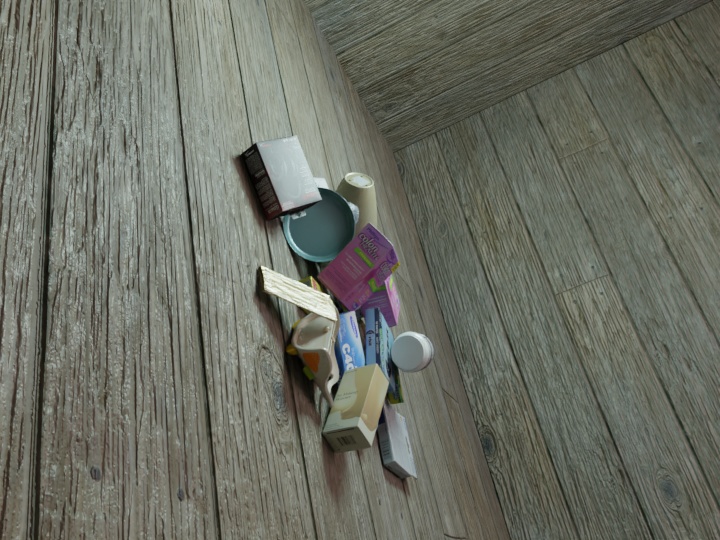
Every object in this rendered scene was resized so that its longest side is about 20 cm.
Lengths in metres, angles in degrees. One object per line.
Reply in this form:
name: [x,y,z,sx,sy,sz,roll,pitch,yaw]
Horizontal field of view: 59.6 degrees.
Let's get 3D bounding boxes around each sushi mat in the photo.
sushi mat: [-0.141,0.054,1.421,0.197,0.012,0.096,26,23,-28]

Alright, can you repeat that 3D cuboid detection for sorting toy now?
sorting toy: [-0.088,0.213,1.456,0.201,0.104,0.183,-82,154,-65]

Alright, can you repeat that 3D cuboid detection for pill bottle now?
pill bottle: [0.148,0.236,1.816,0.200,0.112,0.116,29,40,-76]

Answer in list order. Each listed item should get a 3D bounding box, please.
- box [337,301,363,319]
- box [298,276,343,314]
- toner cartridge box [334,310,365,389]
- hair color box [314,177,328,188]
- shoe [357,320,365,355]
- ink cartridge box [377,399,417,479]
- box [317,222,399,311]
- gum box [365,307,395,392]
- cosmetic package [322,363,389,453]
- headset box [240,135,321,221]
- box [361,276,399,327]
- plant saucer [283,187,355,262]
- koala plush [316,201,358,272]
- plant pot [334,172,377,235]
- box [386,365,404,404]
box: [-0.027,0.063,1.974,0.201,0.059,0.118,-80,146,-66]
box: [-0.102,0.096,1.652,0.200,0.049,0.077,50,23,-52]
toner cartridge box: [-0.035,0.215,1.622,0.094,0.042,0.205,-14,92,-56]
hair color box: [-0.145,-0.233,1.960,0.200,0.059,0.102,-30,98,-77]
shoe: [0.018,0.249,1.908,0.070,0.052,0.204,-137,-155,-72]
ink cartridge box: [0.100,0.500,1.851,0.201,0.040,0.203,52,21,-50]
box: [0.000,0.000,1.703,0.096,0.200,0.176,42,-5,18]
gum box: [0.056,0.227,1.754,0.201,0.043,0.174,65,22,-58]
cosmetic package: [-0.008,0.322,1.480,0.072,0.103,0.202,59,29,-26]
headset box: [-0.196,-0.228,1.601,0.147,0.076,0.204,-22,90,-46]
box: [0.049,0.055,1.923,0.176,0.094,0.204,-68,143,-72]
plant saucer: [-0.112,-0.121,1.694,0.027,0.196,0.204,143,-74,-74]
koala plush: [-0.083,-0.081,1.788,0.177,0.179,0.205,25,57,-71]
plant pot: [-0.022,-0.189,1.932,0.189,0.182,0.204,-91,-168,-56]
box: [0.098,0.340,1.921,0.200,0.047,0.120,127,-46,-84]
